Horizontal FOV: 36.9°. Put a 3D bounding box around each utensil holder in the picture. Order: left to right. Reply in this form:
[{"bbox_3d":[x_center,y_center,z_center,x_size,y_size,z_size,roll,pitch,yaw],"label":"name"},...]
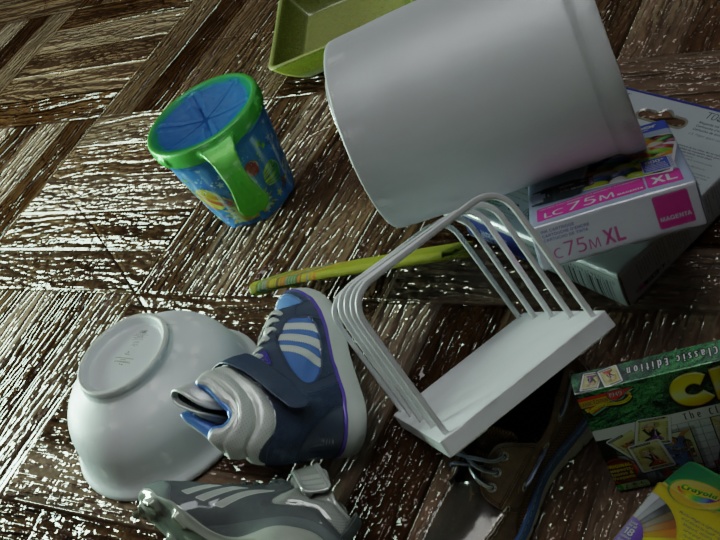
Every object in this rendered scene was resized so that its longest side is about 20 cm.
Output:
[{"bbox_3d":[0.093,-0.137,0.820,0.199,0.170,0.170,-20,38,15],"label":"utensil holder"}]

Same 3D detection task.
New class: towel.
[{"bbox_3d":[0.000,0.000,0.999,0.199,0.018,0.086,-10,5,27],"label":"towel"}]

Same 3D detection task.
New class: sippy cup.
[{"bbox_3d":[-0.142,-0.123,1.182,0.139,0.130,0.178,-9,42,29],"label":"sippy cup"}]

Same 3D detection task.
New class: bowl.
[{"bbox_3d":[-0.196,0.104,0.997,0.200,0.090,0.201,-19,39,16],"label":"bowl"}]

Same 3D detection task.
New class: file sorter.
[{"bbox_3d":[0.065,0.033,0.788,0.139,0.125,0.200,-37,1,-7],"label":"file sorter"}]

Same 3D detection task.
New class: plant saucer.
[{"bbox_3d":[-0.013,-0.328,1.391,0.199,0.048,0.200,-18,39,17],"label":"plant saucer"}]

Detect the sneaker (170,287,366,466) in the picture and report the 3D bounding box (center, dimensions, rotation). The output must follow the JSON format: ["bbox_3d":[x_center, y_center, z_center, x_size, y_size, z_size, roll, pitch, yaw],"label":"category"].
[{"bbox_3d":[-0.088,0.080,0.900,0.146,0.081,0.200,4,35,-23],"label":"sneaker"}]

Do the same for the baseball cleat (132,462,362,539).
[{"bbox_3d":[-0.084,0.192,0.852,0.200,0.070,0.106,13,41,38],"label":"baseball cleat"}]

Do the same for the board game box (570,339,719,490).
[{"bbox_3d":[0.247,0.084,0.691,0.199,0.105,0.023,-17,34,20],"label":"board game box"}]

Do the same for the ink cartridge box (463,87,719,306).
[{"bbox_3d":[0.221,-0.075,0.944,0.200,0.043,0.196,-40,37,-16],"label":"ink cartridge box"}]

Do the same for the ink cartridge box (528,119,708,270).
[{"bbox_3d":[0.190,-0.067,0.835,0.119,0.042,0.200,-16,17,14],"label":"ink cartridge box"}]

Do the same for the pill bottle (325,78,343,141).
[{"bbox_3d":[0.075,-0.170,0.959,0.199,0.112,0.112,-20,38,14],"label":"pill bottle"}]

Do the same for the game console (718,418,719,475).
[{"bbox_3d":[0.303,0.096,0.583,0.199,0.119,0.173,0,40,13],"label":"game console"}]

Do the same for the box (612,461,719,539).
[{"bbox_3d":[0.184,0.212,0.639,0.200,0.048,0.117,-46,39,-15],"label":"box"}]

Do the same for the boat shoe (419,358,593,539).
[{"bbox_3d":[0.096,0.136,0.765,0.072,0.072,0.200,14,56,44],"label":"boat shoe"}]
